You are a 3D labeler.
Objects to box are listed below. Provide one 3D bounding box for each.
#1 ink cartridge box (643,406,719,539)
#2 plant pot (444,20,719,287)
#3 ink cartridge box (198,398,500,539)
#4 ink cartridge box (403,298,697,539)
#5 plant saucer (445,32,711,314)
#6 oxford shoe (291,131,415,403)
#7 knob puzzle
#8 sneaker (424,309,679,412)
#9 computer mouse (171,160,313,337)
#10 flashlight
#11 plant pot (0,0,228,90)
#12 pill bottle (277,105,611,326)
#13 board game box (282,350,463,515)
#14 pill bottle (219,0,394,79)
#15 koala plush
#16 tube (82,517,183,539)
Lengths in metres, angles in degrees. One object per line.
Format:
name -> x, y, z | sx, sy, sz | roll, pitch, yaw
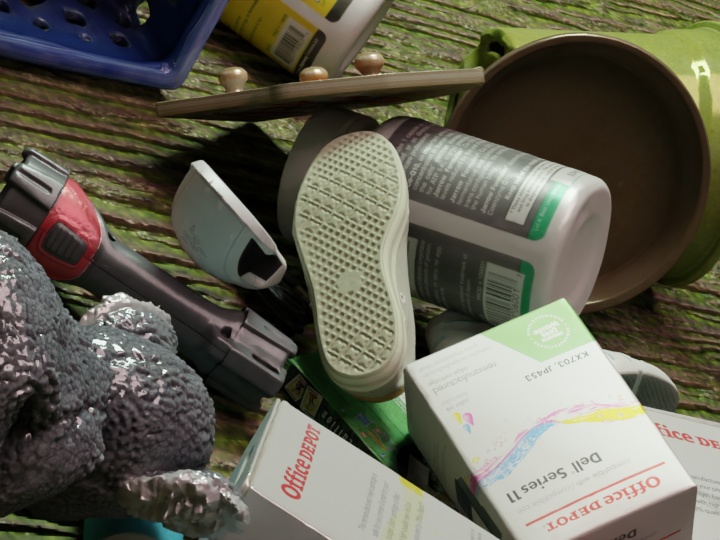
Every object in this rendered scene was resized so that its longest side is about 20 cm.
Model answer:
ink cartridge box -> 0.215, 0.186, 1.730 | 0.145, 0.084, 0.201 | 15, 33, -33
plant pot -> 0.168, -0.100, 2.054 | 0.183, 0.201, 0.201 | 9, 35, -23
ink cartridge box -> 0.010, 0.173, 1.494 | 0.199, 0.084, 0.145 | 33, 16, -4
ink cartridge box -> 0.120, 0.124, 1.638 | 0.116, 0.068, 0.200 | -23, 54, -15
plant saucer -> 0.148, -0.069, 1.960 | 0.199, 0.201, 0.029 | 28, 7, -14
oxford shoe -> 0.000, 0.000, 1.726 | 0.058, 0.075, 0.201 | 65, 16, -52
knob puzzle -> -0.013, -0.126, 1.847 | 0.219, 0.218, 0.031 | -5, 89, -52
sneaker -> 0.129, 0.064, 1.849 | 0.199, 0.071, 0.080 | 15, 30, -34
computer mouse -> -0.082, -0.016, 1.691 | 0.110, 0.044, 0.200 | 49, -3, 14
flashlight -> -0.132, 0.008, 1.649 | 0.199, 0.068, 0.068 | 34, 53, -11
plant pot -> -0.192, -0.262, 1.874 | 0.199, 0.201, 0.180 | 10, 29, -40
pill bottle -> 0.054, -0.035, 1.815 | 0.199, 0.114, 0.113 | 20, 22, 20
board game box -> 0.042, 0.122, 1.704 | 0.200, 0.024, 0.104 | 48, 31, 22
pill bottle -> -0.075, -0.232, 2.043 | 0.199, 0.113, 0.112 | 37, 27, 2
koala plush -> -0.152, 0.072, 1.377 | 0.199, 0.184, 0.178 | 12, 35, -36
tube -> -0.121, 0.110, 1.516 | 0.077, 0.050, 0.200 | 36, 21, -19
